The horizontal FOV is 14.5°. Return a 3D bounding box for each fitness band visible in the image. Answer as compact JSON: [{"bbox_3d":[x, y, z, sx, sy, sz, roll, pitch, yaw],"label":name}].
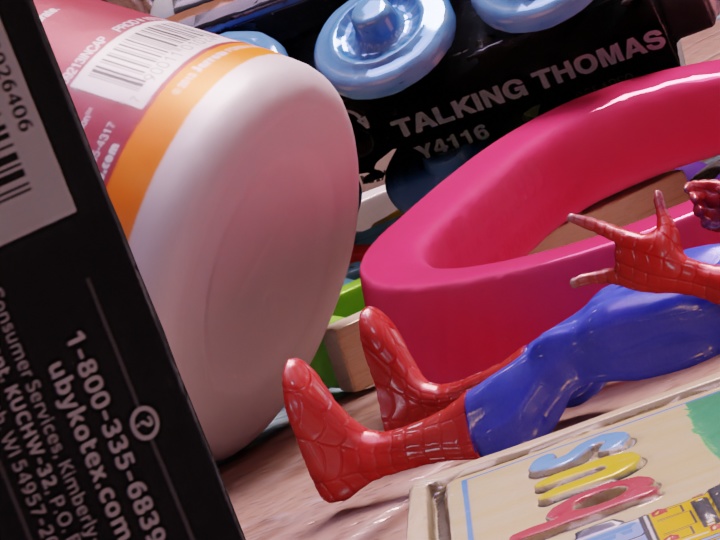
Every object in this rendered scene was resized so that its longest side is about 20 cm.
[{"bbox_3d":[0.082,-0.020,0.755,0.143,0.038,0.200,-13,14,31],"label":"fitness band"}]

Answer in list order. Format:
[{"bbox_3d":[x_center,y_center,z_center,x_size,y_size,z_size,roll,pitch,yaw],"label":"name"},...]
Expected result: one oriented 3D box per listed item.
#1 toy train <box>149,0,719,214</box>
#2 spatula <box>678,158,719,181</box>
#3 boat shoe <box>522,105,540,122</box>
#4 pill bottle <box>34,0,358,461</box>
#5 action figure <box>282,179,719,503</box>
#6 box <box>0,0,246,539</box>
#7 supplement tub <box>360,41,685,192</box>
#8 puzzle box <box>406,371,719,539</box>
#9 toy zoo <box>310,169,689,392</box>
[{"bbox_3d":[0.015,-0.077,0.895,0.199,0.087,0.115,-19,44,14],"label":"toy train"},{"bbox_3d":[0.113,-0.028,0.875,0.056,0.021,0.200,-22,7,-20],"label":"spatula"},{"bbox_3d":[0.073,-0.080,1.033,0.056,0.069,0.200,-30,-25,2],"label":"boat shoe"},{"bbox_3d":[-0.110,-0.027,0.786,0.199,0.114,0.113,18,24,24],"label":"pill bottle"},{"bbox_3d":[0.077,0.004,0.605,0.199,0.052,0.065,-14,4,30],"label":"action figure"},{"bbox_3d":[-0.120,0.044,0.394,0.124,0.149,0.200,-25,8,-35],"label":"box"},{"bbox_3d":[0.040,-0.105,1.317,0.199,0.123,0.123,-21,6,0],"label":"supplement tub"},{"bbox_3d":[0.070,0.039,0.404,0.132,0.026,0.200,-21,6,3],"label":"puzzle box"},{"bbox_3d":[0.000,0.000,0.909,0.131,0.021,0.200,-24,12,-27],"label":"toy zoo"}]
